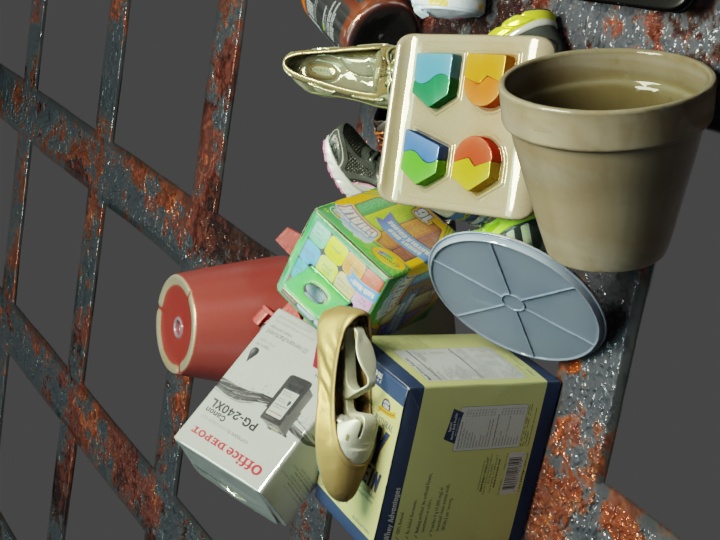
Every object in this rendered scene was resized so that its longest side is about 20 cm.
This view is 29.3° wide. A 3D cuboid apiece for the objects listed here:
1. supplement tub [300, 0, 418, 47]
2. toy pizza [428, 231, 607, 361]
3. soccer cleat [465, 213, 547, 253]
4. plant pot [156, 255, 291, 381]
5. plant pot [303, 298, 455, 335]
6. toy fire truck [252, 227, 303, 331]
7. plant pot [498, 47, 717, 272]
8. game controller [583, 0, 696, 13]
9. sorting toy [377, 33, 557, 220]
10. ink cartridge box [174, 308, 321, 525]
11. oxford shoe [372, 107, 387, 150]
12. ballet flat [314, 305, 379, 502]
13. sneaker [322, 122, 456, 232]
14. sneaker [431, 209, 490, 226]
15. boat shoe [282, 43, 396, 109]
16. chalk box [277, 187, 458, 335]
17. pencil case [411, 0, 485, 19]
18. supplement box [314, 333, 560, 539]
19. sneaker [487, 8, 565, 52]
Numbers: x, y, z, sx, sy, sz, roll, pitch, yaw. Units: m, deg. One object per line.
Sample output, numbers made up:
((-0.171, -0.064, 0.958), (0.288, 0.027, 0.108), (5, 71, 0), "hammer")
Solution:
((-0.011, -0.341, 1.760), (0.200, 0.106, 0.107), (56, 135, 44), "supplement tub")
((0.163, 0.022, 1.419), (0.200, 0.200, 0.032), (-24, 30, 57), "toy pizza")
((0.167, -0.030, 1.461), (0.200, 0.081, 0.068), (-42, 15, 39), "soccer cleat")
((-0.186, 0.077, 1.977), (0.200, 0.176, 0.202), (0, 90, 59), "plant pot")
((0.007, 0.079, 1.694), (0.200, 0.134, 0.202), (-4, 85, 59), "plant pot")
((-0.068, 0.053, 1.868), (0.200, 0.049, 0.141), (42, 90, 23), "toy fire truck")
((0.231, -0.099, 1.293), (0.200, 0.199, 0.174), (33, 133, 55), "plant pot")
((0.270, -0.311, 1.350), (0.200, 0.042, 0.105), (26, 111, 56), "game controller")
((0.104, -0.154, 1.437), (0.199, 0.036, 0.186), (10, 94, 41), "sorting toy")
((-0.090, 0.164, 1.559), (0.145, 0.200, 0.084), (25, 157, 35), "ink cartridge box")
((0.043, -0.158, 1.696), (0.071, 0.072, 0.201), (10, 98, 59), "oxford shoe")
((-0.012, 0.134, 1.404), (0.063, 0.068, 0.201), (-11, 81, 44), "ballet flat")
((0.043, -0.101, 1.643), (0.086, 0.200, 0.080), (-33, 15, 30), "sneaker")
((0.112, -0.153, 1.573), (0.074, 0.082, 0.201), (-13, 76, 60), "sneaker")
((0.005, -0.236, 1.636), (0.200, 0.063, 0.074), (11, 90, 26), "boat shoe")
((0.000, 0.000, 1.530), (0.124, 0.200, 0.124), (43, 126, 19), "chalk box")
((0.107, -0.389, 1.578), (0.083, 0.090, 0.201), (12, 100, 58), "pencil case")
((0.082, 0.185, 1.501), (0.134, 0.199, 0.201), (36, 120, 54), "supplement box")
((0.136, -0.201, 1.492), (0.200, 0.074, 0.085), (-34, 65, 25), "sneaker")
